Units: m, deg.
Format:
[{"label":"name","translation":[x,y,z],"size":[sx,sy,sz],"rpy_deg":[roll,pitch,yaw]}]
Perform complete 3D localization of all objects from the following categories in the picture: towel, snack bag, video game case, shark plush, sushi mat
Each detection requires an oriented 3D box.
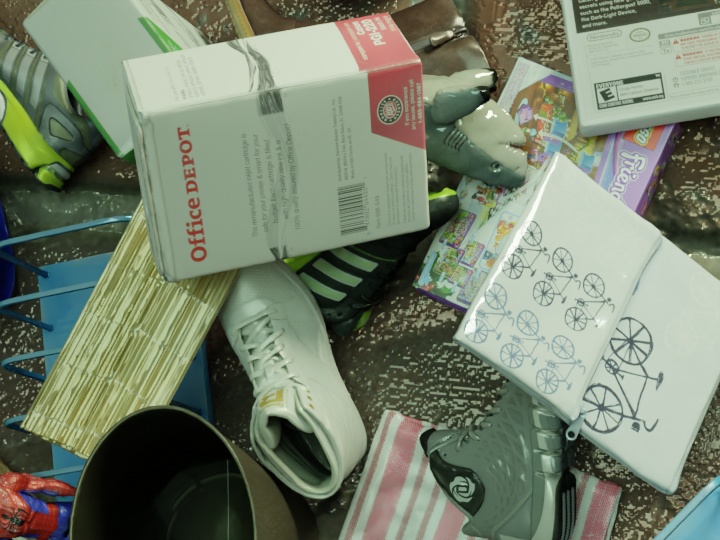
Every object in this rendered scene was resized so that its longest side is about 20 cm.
[{"label":"towel","translation":[0.083,0.200,1.264],"size":[0.199,0.030,0.147],"rpy_deg":[16,82,19]},{"label":"snack bag","translation":[0.179,0.038,1.188],"size":[0.200,0.021,0.189],"rpy_deg":[37,57,-8]},{"label":"video game case","translation":[0.255,-0.200,1.283],"size":[0.199,0.023,0.183],"rpy_deg":[-9,67,9]},{"label":"shark plush","translation":[0.026,-0.103,1.273],"size":[0.199,0.091,0.084],"rpy_deg":[-2,107,-3]},{"label":"sushi mat","translation":[-0.166,0.048,1.250],"size":[0.095,0.012,0.201],"rpy_deg":[25,82,16]}]

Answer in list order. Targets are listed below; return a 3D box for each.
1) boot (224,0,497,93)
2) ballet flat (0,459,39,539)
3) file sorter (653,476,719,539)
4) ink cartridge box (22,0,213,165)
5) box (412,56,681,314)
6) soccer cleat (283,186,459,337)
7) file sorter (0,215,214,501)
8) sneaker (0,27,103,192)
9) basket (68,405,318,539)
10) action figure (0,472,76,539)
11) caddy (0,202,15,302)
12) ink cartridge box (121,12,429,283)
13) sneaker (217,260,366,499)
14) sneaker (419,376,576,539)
[{"label":"boot","translation":[-0.003,-0.182,1.365],"size":[0.166,0.072,0.200],"rpy_deg":[-30,70,-5]},{"label":"ballet flat","translation":[-0.310,0.185,1.357],"size":[0.200,0.072,0.068],"rpy_deg":[36,90,20]},{"label":"file sorter","translation":[0.271,0.254,1.142],"size":[0.139,0.123,0.200],"rpy_deg":[-46,70,1]},{"label":"ink cartridge box","translation":[-0.153,-0.141,1.317],"size":[0.083,0.200,0.147],"rpy_deg":[-41,70,8]},{"label":"box","translation":[0.144,-0.048,1.295],"size":[0.136,0.039,0.201],"rpy_deg":[24,86,20]},{"label":"soccer cleat","translation":[0.000,0.000,1.309],"size":[0.199,0.067,0.081],"rpy_deg":[-28,87,24]},{"label":"file sorter","translation":[-0.206,0.072,1.326],"size":[0.138,0.123,0.201],"rpy_deg":[-11,76,14]},{"label":"sneaker","translation":[-0.283,-0.165,1.434],"size":[0.081,0.074,0.200],"rpy_deg":[-34,79,0]},{"label":"basket","translation":[-0.110,0.197,1.227],"size":[0.135,0.200,0.181],"rpy_deg":[-5,80,13]},{"label":"action figure","translation":[-0.221,0.190,1.260],"size":[0.052,0.200,0.066],"rpy_deg":[29,96,44]},{"label":"caddy","translation":[-0.350,-0.053,1.385],"size":[0.105,0.141,0.201],"rpy_deg":[-21,74,14]},{"label":"ink cartridge box","translation":[-0.060,-0.087,1.189],"size":[0.199,0.146,0.085],"rpy_deg":[-13,37,-11]},{"label":"sneaker","translation":[-0.059,0.073,1.250],"size":[0.073,0.116,0.201],"rpy_deg":[-29,95,12]},{"label":"sneaker","translation":[0.098,0.102,1.226],"size":[0.115,0.075,0.201],"rpy_deg":[1,86,22]}]
